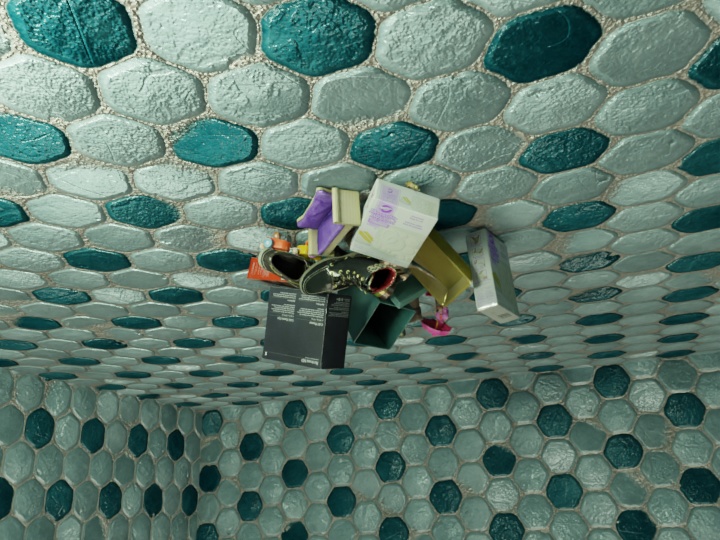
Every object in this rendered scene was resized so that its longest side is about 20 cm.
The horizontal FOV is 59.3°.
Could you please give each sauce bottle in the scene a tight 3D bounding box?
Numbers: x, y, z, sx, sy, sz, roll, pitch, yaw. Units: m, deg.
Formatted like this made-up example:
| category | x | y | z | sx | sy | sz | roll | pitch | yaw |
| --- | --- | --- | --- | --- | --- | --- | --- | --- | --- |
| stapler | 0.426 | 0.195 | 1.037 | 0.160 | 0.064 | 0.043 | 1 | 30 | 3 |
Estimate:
| category | x | y | z | sx | sy | sz | roll | pitch | yaw |
| --- | --- | --- | --- | --- | --- | --- | --- | --- | --- |
| sauce bottle | 0.000 | 0.000 | 1.618 | 0.199 | 0.066 | 0.064 | 34 | 145 | -21 |

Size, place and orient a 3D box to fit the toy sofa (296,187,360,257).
| category | x | y | z | sx | sy | sz | roll | pitch | yaw |
| --- | --- | --- | --- | --- | --- | --- | --- | --- | --- |
| toy sofa | -0.077 | -0.105 | 1.426 | 0.096 | 0.085 | 0.200 | 5 | 158 | -21 |

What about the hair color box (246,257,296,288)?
| category | x | y | z | sx | sy | sz | roll | pitch | yaw |
| --- | --- | --- | --- | --- | --- | --- | --- | --- | --- |
| hair color box | -0.194 | 0.012 | 1.674 | 0.197 | 0.065 | 0.110 | 2 | 166 | 41 |

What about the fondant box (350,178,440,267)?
| category | x | y | z | sx | sy | sz | roll | pitch | yaw |
| --- | --- | --- | --- | --- | --- | --- | --- | --- | --- |
| fondant box | 0.071 | -0.098 | 1.373 | 0.142 | 0.059 | 0.201 | 17 | 145 | -7 |

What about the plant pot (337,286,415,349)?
| category | x | y | z | sx | sy | sz | roll | pitch | yaw |
| --- | --- | --- | --- | --- | --- | --- | --- | --- | --- |
| plant pot | 0.024 | 0.094 | 1.773 | 0.140 | 0.201 | 0.143 | 15 | 117 | -40 |

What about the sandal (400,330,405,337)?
| category | x | y | z | sx | sy | sz | roll | pitch | yaw |
| --- | --- | --- | --- | --- | --- | --- | --- | --- | --- |
| sandal | 0.064 | 0.117 | 1.878 | 0.057 | 0.203 | 0.080 | -31 | 163 | -3 |

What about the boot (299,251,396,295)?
| category | x | y | z | sx | sy | sz | roll | pitch | yaw |
| --- | --- | --- | --- | --- | --- | --- | --- | --- | --- |
| boot | -0.029 | 0.017 | 1.445 | 0.200 | 0.075 | 0.153 | -21 | -158 | -19 |

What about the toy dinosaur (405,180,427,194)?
| category | x | y | z | sx | sy | sz | roll | pitch | yaw |
| --- | --- | --- | --- | --- | --- | --- | --- | --- | --- |
| toy dinosaur | 0.083 | -0.147 | 1.402 | 0.100 | 0.059 | 0.199 | 28 | 143 | -26 |

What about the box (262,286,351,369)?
| category | x | y | z | sx | sy | sz | roll | pitch | yaw |
| --- | --- | --- | --- | --- | --- | --- | --- | --- | --- |
| box | -0.136 | 0.143 | 1.593 | 0.197 | 0.186 | 0.103 | 5 | 176 | 35 |

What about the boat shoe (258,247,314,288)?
| category | x | y | z | sx | sy | sz | roll | pitch | yaw |
| --- | --- | --- | --- | --- | --- | --- | --- | --- | --- |
| boat shoe | -0.151 | 0.003 | 1.529 | 0.199 | 0.073 | 0.060 | 22 | 175 | -34 |

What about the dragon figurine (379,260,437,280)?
| category | x | y | z | sx | sy | sz | roll | pitch | yaw |
| --- | --- | --- | --- | --- | --- | --- | --- | --- | --- |
| dragon figurine | 0.100 | -0.030 | 1.588 | 0.196 | 0.100 | 0.060 | 7 | 127 | 6 |

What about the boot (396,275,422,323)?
| category | x | y | z | sx | sy | sz | roll | pitch | yaw |
| --- | --- | --- | --- | --- | --- | --- | --- | --- | --- |
| boot | 0.144 | 0.073 | 1.812 | 0.069 | 0.149 | 0.200 | -14 | 170 | -20 |

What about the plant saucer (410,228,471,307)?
| category | x | y | z | sx | sy | sz | roll | pitch | yaw |
| --- | --- | --- | --- | --- | --- | --- | --- | --- | --- |
| plant saucer | 0.191 | -0.021 | 1.596 | 0.048 | 0.200 | 0.200 | -39 | 172 | -23 |

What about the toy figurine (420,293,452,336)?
| category | x | y | z | sx | sy | sz | roll | pitch | yaw |
| --- | --- | --- | --- | --- | --- | --- | --- | --- | --- |
| toy figurine | 0.232 | 0.093 | 1.830 | 0.147 | 0.188 | 0.200 | 3 | 158 | -15 |

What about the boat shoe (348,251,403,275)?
| category | x | y | z | sx | sy | sz | roll | pitch | yaw |
| --- | --- | --- | --- | --- | --- | --- | --- | --- | --- |
| boat shoe | 0.033 | -0.009 | 1.711 | 0.196 | 0.074 | 0.072 | -4 | 161 | -12 |

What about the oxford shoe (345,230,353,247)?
| category | x | y | z | sx | sy | sz | roll | pitch | yaw |
| --- | --- | --- | --- | --- | --- | --- | --- | --- | --- |
| oxford shoe | 0.045 | -0.068 | 1.533 | 0.197 | 0.076 | 0.070 | -8 | 158 | 34 |

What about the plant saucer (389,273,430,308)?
| category | x | y | z | sx | sy | sz | roll | pitch | yaw |
| --- | --- | --- | --- | --- | --- | --- | --- | --- | --- |
| plant saucer | 0.160 | 0.028 | 1.699 | 0.198 | 0.070 | 0.019 | -29 | 150 | -22 |

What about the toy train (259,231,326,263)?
| category | x | y | z | sx | sy | sz | roll | pitch | yaw |
| --- | --- | --- | --- | --- | --- | --- | --- | --- | --- |
| toy train | -0.156 | -0.055 | 1.600 | 0.147 | 0.057 | 0.200 | 9 | 170 | 22 |

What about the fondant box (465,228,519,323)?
| category | x | y | z | sx | sy | sz | roll | pitch | yaw |
| --- | --- | --- | --- | --- | --- | --- | --- | --- | --- |
| fondant box | 0.332 | 0.015 | 1.591 | 0.057 | 0.204 | 0.143 | -20 | 154 | 29 |
